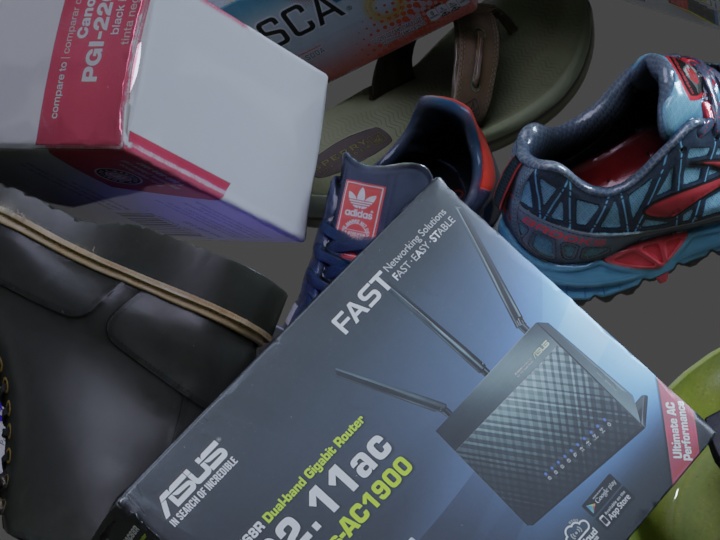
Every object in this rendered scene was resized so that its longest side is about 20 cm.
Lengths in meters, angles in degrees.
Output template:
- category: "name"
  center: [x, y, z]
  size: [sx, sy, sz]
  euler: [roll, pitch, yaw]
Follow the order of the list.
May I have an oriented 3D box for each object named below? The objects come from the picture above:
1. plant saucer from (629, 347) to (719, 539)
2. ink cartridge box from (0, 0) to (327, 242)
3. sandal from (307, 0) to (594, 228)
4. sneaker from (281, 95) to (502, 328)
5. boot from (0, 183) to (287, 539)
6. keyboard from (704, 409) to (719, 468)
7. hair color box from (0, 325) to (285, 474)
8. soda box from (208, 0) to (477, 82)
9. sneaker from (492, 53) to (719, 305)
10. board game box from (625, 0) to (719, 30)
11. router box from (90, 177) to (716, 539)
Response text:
- category: "plant saucer"
  center: [0.205, 0.095, 1.099]
  size: [0.200, 0.031, 0.200]
  euler: [-7, 43, 7]
- category: "ink cartridge box"
  center: [-0.137, -0.070, 1.205]
  size: [0.200, 0.146, 0.085]
  euler: [0, 75, 32]
- category: "sandal"
  center: [0.037, -0.089, 1.311]
  size: [0.201, 0.057, 0.080]
  euler: [-36, 48, -28]
- category: "sneaker"
  center: [0.000, 0.000, 1.207]
  size: [0.075, 0.085, 0.200]
  euler: [12, 48, 24]
- category: "boot"
  center: [-0.142, 0.042, 1.107]
  size: [0.200, 0.077, 0.139]
  euler: [14, 78, 33]
- category: "keyboard"
  center: [0.228, 0.029, 1.113]
  size: [0.200, 0.040, 0.104]
  euler: [-25, 45, -15]
- category: "hair color box"
  center: [-0.097, 0.057, 1.156]
  size: [0.200, 0.065, 0.109]
  euler: [25, 79, 33]
- category: "soda box"
  center: [-0.046, -0.123, 1.313]
  size: [0.200, 0.068, 0.064]
  euler: [-25, 38, 17]
- category: "sneaker"
  center: [0.154, -0.057, 1.223]
  size: [0.200, 0.096, 0.079]
  euler: [-24, 45, -13]
- category: "board game box"
  center: [0.136, -0.165, 1.292]
  size: [0.200, 0.153, 0.040]
  euler: [21, 82, 24]
- category: "router box"
  center: [0.017, 0.083, 1.035]
  size: [0.150, 0.062, 0.200]
  euler: [42, 60, 5]
